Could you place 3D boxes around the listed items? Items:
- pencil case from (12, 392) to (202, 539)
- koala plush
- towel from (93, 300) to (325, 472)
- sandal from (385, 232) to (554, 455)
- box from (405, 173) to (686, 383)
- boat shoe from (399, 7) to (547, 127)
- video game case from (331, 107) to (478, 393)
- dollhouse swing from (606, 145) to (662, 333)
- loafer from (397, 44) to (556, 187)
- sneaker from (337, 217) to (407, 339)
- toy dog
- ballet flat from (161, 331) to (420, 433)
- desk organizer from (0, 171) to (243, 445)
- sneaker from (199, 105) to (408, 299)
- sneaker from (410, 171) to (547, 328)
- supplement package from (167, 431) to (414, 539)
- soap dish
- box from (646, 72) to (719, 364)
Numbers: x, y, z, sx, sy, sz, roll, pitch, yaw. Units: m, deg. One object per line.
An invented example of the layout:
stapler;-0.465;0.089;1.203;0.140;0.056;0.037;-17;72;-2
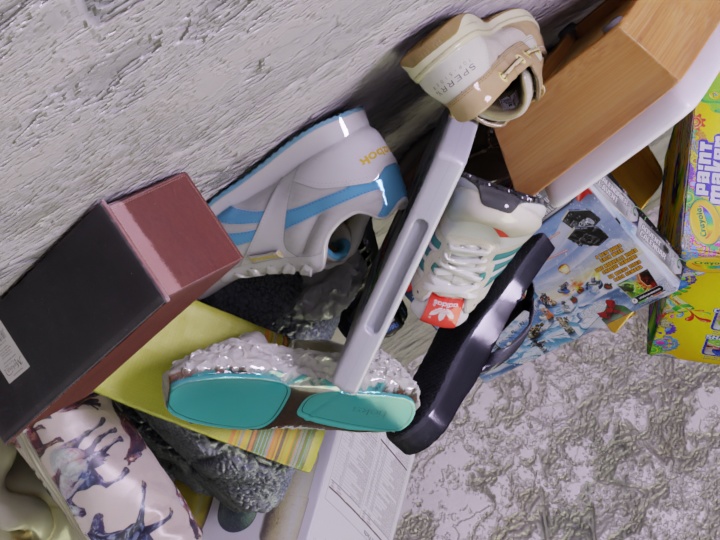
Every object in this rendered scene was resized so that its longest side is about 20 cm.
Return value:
pencil case;-0.193;0.137;1.529;0.078;0.200;0.089;-26;-169;43
koala plush;-0.084;0.057;1.621;0.200;0.184;0.177;-51;-170;-20
towel;-0.103;0.071;1.508;0.018;0.200;0.086;5;-106;58
sandal;0.084;0.057;1.589;0.200;0.043;0.076;-56;-161;-23
box;0.131;-0.005;1.680;0.200;0.137;0.040;-28;-157;37
boat shoe;0.085;-0.127;1.434;0.074;0.066;0.200;-37;174;23
video game case;0.036;-0.032;1.492;0.200;0.024;0.182;-69;-177;-67
dollhouse swing;0.240;-0.093;1.773;0.176;0.182;0.200;-30;-163;19
loafer;0.106;-0.099;1.705;0.200;0.071;0.073;-37;172;27
sneaker;0.000;0.000;1.746;0.073;0.112;0.200;-33;173;-7
toy dog;-0.246;0.192;1.620;0.200;0.194;0.140;-29;-175;-3
ballet flat;-0.053;0.075;1.495;0.200;0.072;0.072;9;149;-30
desk organizer;-0.166;0.024;1.353;0.077;0.072;0.200;-29;172;-48
sneaker;-0.054;-0.026;1.464;0.200;0.081;0.076;-37;174;36
sneaker;0.076;-0.006;1.525;0.200;0.070;0.094;135;-27;-79
supplement package;-0.066;0.182;1.729;0.152;0.200;0.151;4;154;25
soap dish;0.187;-0.145;1.546;0.157;0.081;0.200;-38;-172;37
box;0.312;-0.051;1.773;0.122;0.200;0.193;8;153;3
